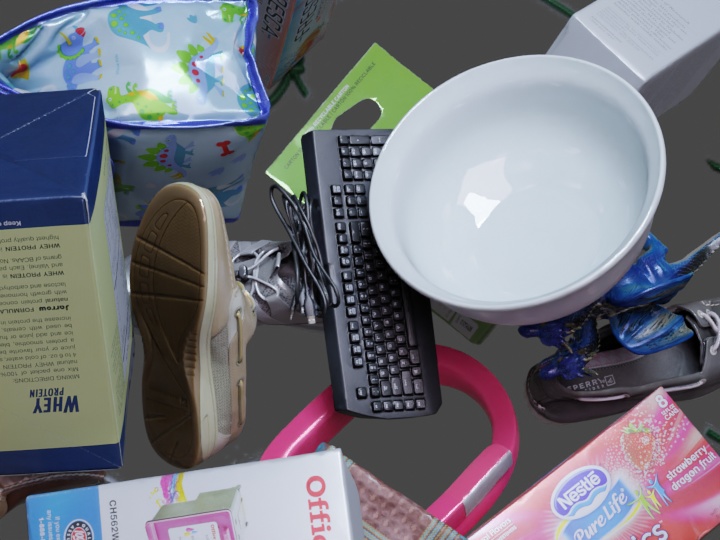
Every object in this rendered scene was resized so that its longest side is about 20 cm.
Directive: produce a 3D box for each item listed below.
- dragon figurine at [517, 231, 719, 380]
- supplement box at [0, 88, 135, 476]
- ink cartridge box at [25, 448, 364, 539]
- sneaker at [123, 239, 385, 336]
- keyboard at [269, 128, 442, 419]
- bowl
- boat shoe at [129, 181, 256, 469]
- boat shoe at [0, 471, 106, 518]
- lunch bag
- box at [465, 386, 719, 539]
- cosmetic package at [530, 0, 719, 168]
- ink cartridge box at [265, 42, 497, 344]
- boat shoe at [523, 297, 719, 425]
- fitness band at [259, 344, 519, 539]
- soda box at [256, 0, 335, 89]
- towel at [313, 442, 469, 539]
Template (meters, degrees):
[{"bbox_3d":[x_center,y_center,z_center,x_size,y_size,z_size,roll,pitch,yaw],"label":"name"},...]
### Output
[{"bbox_3d":[0.196,0.019,1.503,0.199,0.059,0.100,-14,35,-11],"label":"dragon figurine"},{"bbox_3d":[-0.250,0.011,1.354,0.199,0.201,0.134,-4,33,1],"label":"supplement box"},{"bbox_3d":[-0.093,0.198,1.322,0.199,0.085,0.145,-9,69,0],"label":"ink cartridge box"},{"bbox_3d":[-0.076,0.002,1.498,0.199,0.082,0.075,-3,70,-12],"label":"sneaker"},{"bbox_3d":[0.000,0.000,1.454,0.104,0.040,0.201,-4,77,-18],"label":"keyboard"},{"bbox_3d":[0.112,-0.038,1.447,0.200,0.090,0.202,-10,55,14],"label":"bowl"},{"bbox_3d":[-0.105,0.032,1.440,0.072,0.201,0.065,19,29,37],"label":"boat shoe"},{"bbox_3d":[-0.262,0.150,1.415,0.199,0.076,0.072,-7,75,-4],"label":"boat shoe"},{"bbox_3d":[-0.171,-0.102,1.471,0.199,0.170,0.128,-2,67,-12],"label":"lunch bag"},{"bbox_3d":[0.151,0.182,1.469,0.200,0.096,0.100,-35,79,-21],"label":"box"},{"bbox_3d":[0.198,-0.154,1.558,0.071,0.102,0.200,44,39,11],"label":"cosmetic package"},{"bbox_3d":[0.055,-0.069,1.555,0.200,0.076,0.148,38,67,3],"label":"ink cartridge box"},{"bbox_3d":[0.212,0.062,1.548,0.199,0.057,0.067,-17,74,-17],"label":"boat shoe"},{"bbox_3d":[0.018,0.131,1.466,0.143,0.038,0.200,32,62,33],"label":"fitness band"},{"bbox_3d":[-0.055,-0.208,1.517,0.068,0.200,0.064,42,67,8],"label":"soda box"},{"bbox_3d":[-0.020,0.229,1.373,0.146,0.022,0.200,34,77,2],"label":"towel"}]
